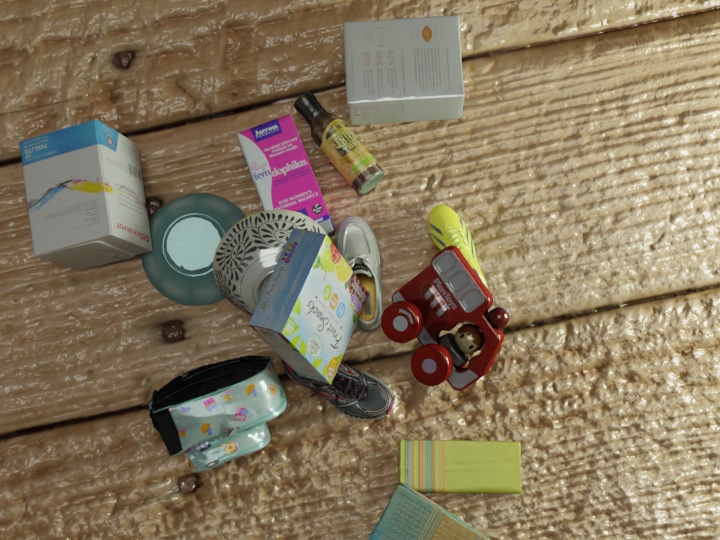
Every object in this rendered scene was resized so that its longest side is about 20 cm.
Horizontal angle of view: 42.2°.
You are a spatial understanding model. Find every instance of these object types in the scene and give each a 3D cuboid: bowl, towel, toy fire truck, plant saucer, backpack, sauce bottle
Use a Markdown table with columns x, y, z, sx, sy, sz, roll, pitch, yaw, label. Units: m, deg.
| x | y | z | sx | sy | sz | roll | pitch | yaw | label |
| --- | --- | --- | --- | --- | --- | --- | --- | --- | --- |
| -0.132 | 0.011 | 1.503 | 0.201 | 0.094 | 0.201 | -7 | 122 | -11 | bowl |
| 0.162 | 0.322 | 1.529 | 0.200 | 0.018 | 0.086 | 1 | 84 | 1 | towel |
| 0.144 | 0.083 | 1.496 | 0.168 | 0.112 | 0.200 | -40 | 80 | 24 | toy fire truck |
| -0.282 | -0.041 | 1.602 | 0.201 | 0.039 | 0.201 | 0 | 79 | 2 | plant saucer |
| -0.214 | 0.220 | 1.482 | 0.200 | 0.176 | 0.153 | -27 | 96 | -5 | backpack |
| 0.112 | 0.454 | 1.495 | 0.200 | 0.022 | 0.147 | 31 | 88 | 5 | towel |
| -0.042 | -0.224 | 1.619 | 0.065 | 0.065 | 0.200 | -39 | 81 | -6 | sauce bottle |

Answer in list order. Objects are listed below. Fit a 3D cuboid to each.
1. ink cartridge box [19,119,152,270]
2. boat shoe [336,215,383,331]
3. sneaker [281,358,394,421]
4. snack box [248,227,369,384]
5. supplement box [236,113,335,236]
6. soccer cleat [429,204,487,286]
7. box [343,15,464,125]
| x | y | z | sx | sy | sz | roll | pitch | yaw | label |
| --- | --- | --- | --- | --- | --- | --- | --- | --- | --- |
| -0.454 | -0.121 | 1.557 | 0.146 | 0.147 | 0.200 | -14 | 78 | 11 | ink cartridge box |
| 0.000 | 0.000 | 1.570 | 0.071 | 0.070 | 0.200 | -6 | 79 | 0 | boat shoe |
| -0.040 | 0.188 | 1.531 | 0.200 | 0.075 | 0.081 | 23 | 80 | 5 | sneaker |
| -0.073 | 0.058 | 1.427 | 0.068 | 0.200 | 0.169 | 12 | 66 | 28 | snack box |
| -0.126 | -0.147 | 1.588 | 0.101 | 0.103 | 0.200 | -21 | 77 | -1 | supplement box |
| 0.168 | -0.022 | 1.562 | 0.065 | 0.084 | 0.200 | -18 | 79 | -3 | soccer cleat |
| 0.074 | -0.345 | 1.619 | 0.200 | 0.106 | 0.152 | -3 | 78 | 1 | box |
